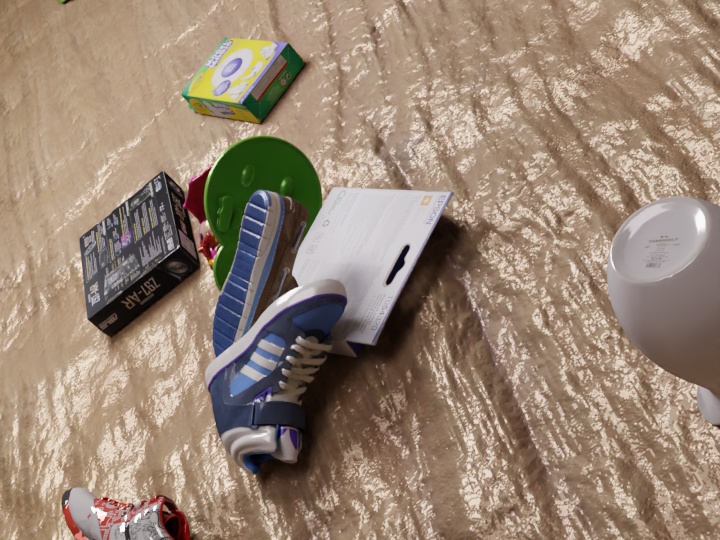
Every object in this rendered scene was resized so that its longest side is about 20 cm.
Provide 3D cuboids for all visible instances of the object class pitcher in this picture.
[{"bbox_3d":[0.289,0.034,1.029,0.171,0.200,0.122,-6,50,41],"label":"pitcher"}]

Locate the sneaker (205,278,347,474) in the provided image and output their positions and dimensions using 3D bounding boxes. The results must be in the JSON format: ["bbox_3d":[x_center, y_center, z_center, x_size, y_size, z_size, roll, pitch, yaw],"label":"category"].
[{"bbox_3d":[-0.068,0.120,1.403,0.200,0.080,0.147,-39,57,23],"label":"sneaker"}]

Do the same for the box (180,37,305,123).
[{"bbox_3d":[-0.177,-0.277,1.975,0.199,0.048,0.118,14,64,53],"label":"box"}]

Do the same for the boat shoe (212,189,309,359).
[{"bbox_3d":[-0.102,0.017,1.488,0.072,0.072,0.201,33,108,56],"label":"boat shoe"}]

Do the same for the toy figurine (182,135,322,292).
[{"bbox_3d":[-0.156,-0.062,1.691,0.184,0.149,0.201,5,81,64],"label":"toy figurine"}]

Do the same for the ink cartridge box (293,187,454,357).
[{"bbox_3d":[0.000,0.000,1.504,0.199,0.043,0.197,7,61,47],"label":"ink cartridge box"}]

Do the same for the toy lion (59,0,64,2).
[{"bbox_3d":[-0.527,-0.616,2.690,0.191,0.069,0.201,-14,44,48],"label":"toy lion"}]

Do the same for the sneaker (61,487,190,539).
[{"bbox_3d":[-0.243,0.270,1.456,0.108,0.067,0.201,-43,38,0],"label":"sneaker"}]

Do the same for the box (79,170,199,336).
[{"bbox_3d":[-0.300,-0.026,1.842,0.160,0.044,0.200,-38,35,10],"label":"box"}]
